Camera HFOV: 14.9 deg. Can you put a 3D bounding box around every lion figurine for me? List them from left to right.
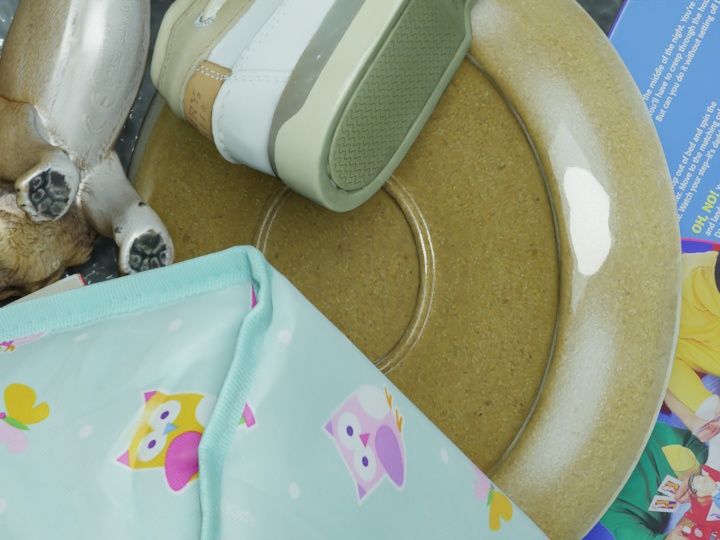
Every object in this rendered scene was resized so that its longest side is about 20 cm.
[{"bbox_3d":[-0.084,-0.071,0.815,0.072,0.122,0.201,25,94,-30],"label":"lion figurine"}]

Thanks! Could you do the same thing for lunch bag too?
[{"bbox_3d":[-0.068,0.091,0.693,0.199,0.170,0.122,-13,51,32],"label":"lunch bag"}]

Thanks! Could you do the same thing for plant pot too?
[{"bbox_3d":[0.000,0.000,0.796,0.199,0.027,0.201,3,95,36],"label":"plant pot"}]

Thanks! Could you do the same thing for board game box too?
[{"bbox_3d":[0.113,-0.001,0.788,0.134,0.045,0.201,29,113,8],"label":"board game box"}]

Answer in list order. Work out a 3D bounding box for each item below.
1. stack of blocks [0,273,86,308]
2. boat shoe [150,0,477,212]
[{"bbox_3d":[-0.144,0.098,0.785,0.199,0.116,0.059,-24,41,-6],"label":"stack of blocks"},{"bbox_3d":[0.016,-0.115,0.744,0.068,0.075,0.200,27,73,24],"label":"boat shoe"}]
